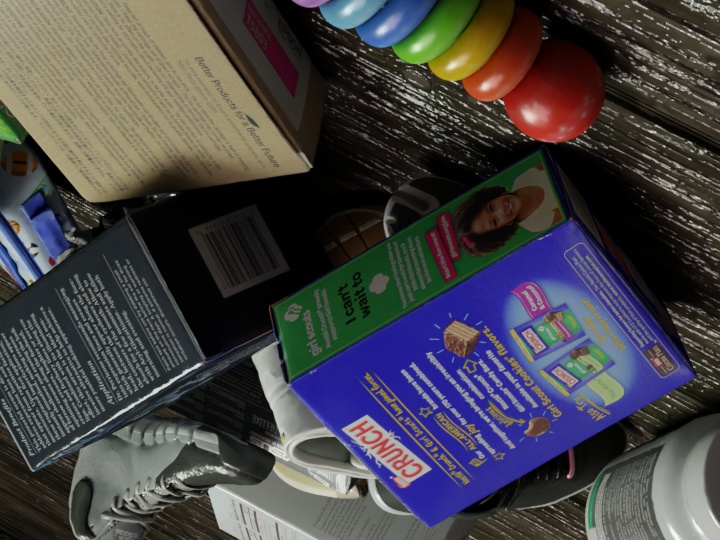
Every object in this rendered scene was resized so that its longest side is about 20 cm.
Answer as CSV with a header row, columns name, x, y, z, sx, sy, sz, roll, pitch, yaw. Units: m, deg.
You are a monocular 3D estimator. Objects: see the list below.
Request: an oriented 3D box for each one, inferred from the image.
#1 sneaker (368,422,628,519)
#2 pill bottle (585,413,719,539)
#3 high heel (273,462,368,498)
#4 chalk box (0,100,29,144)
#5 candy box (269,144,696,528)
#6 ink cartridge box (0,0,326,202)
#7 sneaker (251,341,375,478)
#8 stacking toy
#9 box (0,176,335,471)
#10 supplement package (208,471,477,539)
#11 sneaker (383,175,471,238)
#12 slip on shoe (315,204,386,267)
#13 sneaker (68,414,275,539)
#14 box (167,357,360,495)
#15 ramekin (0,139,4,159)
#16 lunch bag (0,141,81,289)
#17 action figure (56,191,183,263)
name,x,y,z,sx,sy,sz,roll,pitch,yaw
sneaker,0.114,0.141,1.406,0.200,0.071,0.099,-8,180,-18
pill bottle,0.237,0.160,1.353,0.113,0.113,0.200,32,161,-4
high heel,-0.018,0.109,1.549,0.200,0.142,0.072,39,125,39
chalk box,-0.252,-0.169,1.259,0.125,0.124,0.200,15,154,38
candy box,0.074,0.045,1.205,0.169,0.200,0.077,48,-163,-38
ink cartridge box,-0.135,-0.134,1.176,0.164,0.075,0.200,-7,142,23
sneaker,0.031,0.093,1.371,0.200,0.116,0.074,-2,139,-18
stacking toy,0.044,-0.131,1.009,0.200,0.085,0.085,33,160,-19
box,-0.138,0.030,1.305,0.200,0.148,0.107,-31,86,41
supplement package,-0.005,0.184,1.690,0.200,0.152,0.151,26,160,12
sneaker,0.079,0.015,1.297,0.200,0.081,0.083,43,164,-28
slip on shoe,0.000,0.000,1.400,0.061,0.076,0.200,-7,169,-34
sneaker,-0.143,0.165,1.416,0.075,0.116,0.200,27,166,-37
box,-0.054,0.066,1.476,0.200,0.158,0.050,24,132,18
ramekin,-0.308,-0.028,1.372,0.098,0.201,0.200,10,162,-10
lunch bag,-0.284,-0.060,1.565,0.160,0.076,0.200,43,168,31
action figure,-0.171,-0.033,1.483,0.102,0.119,0.200,22,159,-36
